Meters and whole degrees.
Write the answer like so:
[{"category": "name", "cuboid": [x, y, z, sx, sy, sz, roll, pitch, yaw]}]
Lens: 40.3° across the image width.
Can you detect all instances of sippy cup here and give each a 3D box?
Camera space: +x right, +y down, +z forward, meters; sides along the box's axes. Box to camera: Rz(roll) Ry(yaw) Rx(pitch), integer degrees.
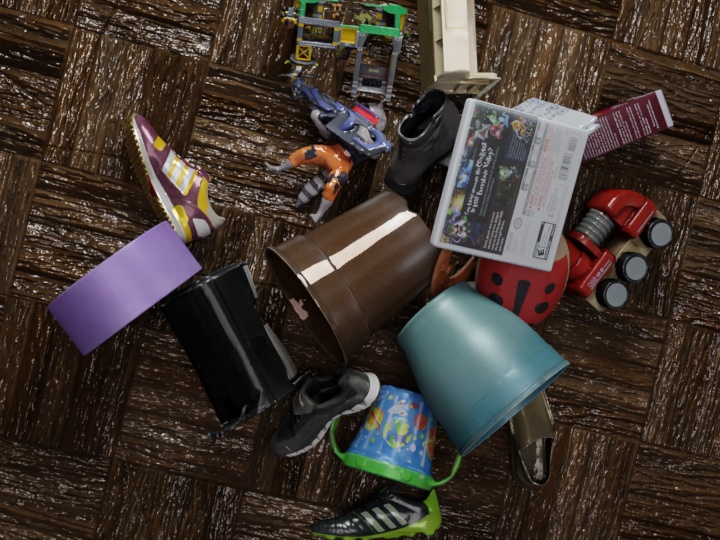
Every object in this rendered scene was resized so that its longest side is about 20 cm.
[{"category": "sippy cup", "cuboid": [0.055, 0.242, 1.446, 0.177, 0.139, 0.131, 21, 77, -23]}]

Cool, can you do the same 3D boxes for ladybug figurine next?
[{"category": "ladybug figurine", "cuboid": [0.236, 0.015, 1.434, 0.135, 0.072, 0.201, 7, 125, 5]}]

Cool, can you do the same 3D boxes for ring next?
[{"category": "ring", "cuboid": [0.165, -0.043, 1.420, 0.019, 0.200, 0.201, 31, 87, 20]}]

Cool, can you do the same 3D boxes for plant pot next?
[{"category": "plant pot", "cuboid": [0.159, 0.125, 1.388, 0.200, 0.200, 0.188, -39, 75, -5]}, {"category": "plant pot", "cuboid": [0.000, 0.000, 1.403, 0.198, 0.200, 0.201, -33, 96, -13]}]

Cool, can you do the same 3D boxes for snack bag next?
[{"category": "snack bag", "cuboid": [0.217, -0.188, 1.423, 0.199, 0.189, 0.021, -29, 117, -8]}]

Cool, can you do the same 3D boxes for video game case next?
[{"category": "video game case", "cuboid": [0.201, -0.112, 1.325, 0.181, 0.023, 0.201, 12, 99, -18]}]

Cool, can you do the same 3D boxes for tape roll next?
[{"category": "tape roll", "cuboid": [-0.322, 0.024, 1.346, 0.200, 0.200, 0.085, -38, 96, -5]}]

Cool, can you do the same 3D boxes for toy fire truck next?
[{"category": "toy fire truck", "cuboid": [0.338, -0.064, 1.488, 0.200, 0.129, 0.176, 39, 86, -17]}]

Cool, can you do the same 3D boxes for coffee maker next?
[{"category": "coffee maker", "cuboid": [-0.183, 0.103, 1.373, 0.134, 0.192, 0.201, -28, 94, 10]}]

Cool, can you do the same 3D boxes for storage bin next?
[{"category": "storage bin", "cuboid": [0.137, -0.359, 1.402, 0.093, 0.199, 0.201, -2, 92, -4]}]

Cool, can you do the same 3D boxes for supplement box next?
[{"category": "supplement box", "cuboid": [0.353, -0.204, 1.480, 0.199, 0.109, 0.061, -23, 96, -8]}]

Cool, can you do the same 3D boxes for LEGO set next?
[{"category": "LEGO set", "cuboid": [-0.022, -0.315, 1.418, 0.199, 0.154, 0.116, 2, 126, -11]}]

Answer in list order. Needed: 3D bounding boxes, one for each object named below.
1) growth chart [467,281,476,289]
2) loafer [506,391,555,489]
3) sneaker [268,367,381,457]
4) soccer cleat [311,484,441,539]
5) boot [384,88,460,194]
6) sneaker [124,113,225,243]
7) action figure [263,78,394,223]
[{"category": "growth chart", "cuboid": [0.172, 0.110, 1.509, 0.144, 0.018, 0.201, 8, 90, -9]}, {"category": "loafer", "cuboid": [0.262, 0.239, 1.497, 0.076, 0.067, 0.201, -12, 97, -16]}, {"category": "sneaker", "cuboid": [-0.071, 0.198, 1.420, 0.200, 0.067, 0.090, -37, 137, 19]}, {"category": "soccer cleat", "cuboid": [0.023, 0.367, 1.478, 0.199, 0.068, 0.082, -2, 76, -10]}, {"category": "boot", "cuboid": [0.104, -0.210, 1.399, 0.069, 0.132, 0.200, 23, 53, 7]}, {"category": "sneaker", "cuboid": [-0.269, -0.139, 1.421, 0.090, 0.075, 0.201, -25, 95, -24]}, {"category": "action figure", "cuboid": [-0.046, -0.188, 1.447, 0.193, 0.105, 0.200, -40, 63, -7]}]
